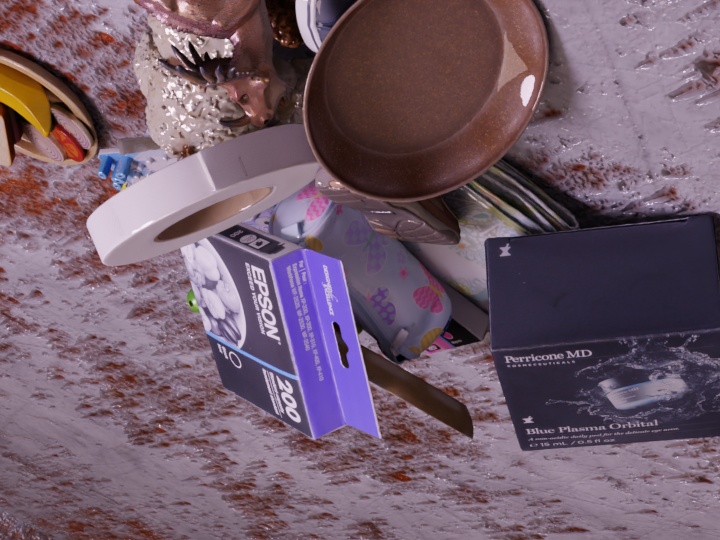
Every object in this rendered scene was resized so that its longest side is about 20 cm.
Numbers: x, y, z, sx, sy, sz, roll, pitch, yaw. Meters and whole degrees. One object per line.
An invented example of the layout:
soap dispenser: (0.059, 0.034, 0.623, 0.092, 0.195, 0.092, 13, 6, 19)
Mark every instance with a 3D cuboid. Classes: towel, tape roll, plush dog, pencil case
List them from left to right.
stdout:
tape roll: (-0.125, -0.061, 1.228, 0.203, 0.202, 0.037, -33, 79, 60)
plush dog: (-0.127, -0.178, 1.249, 0.198, 0.161, 0.173, 16, 130, 18)
pencil case: (0.000, 0.000, 1.403, 0.083, 0.091, 0.200, -2, 140, 45)
towel: (0.090, -0.050, 1.384, 0.171, 0.048, 0.200, 34, 153, -11)

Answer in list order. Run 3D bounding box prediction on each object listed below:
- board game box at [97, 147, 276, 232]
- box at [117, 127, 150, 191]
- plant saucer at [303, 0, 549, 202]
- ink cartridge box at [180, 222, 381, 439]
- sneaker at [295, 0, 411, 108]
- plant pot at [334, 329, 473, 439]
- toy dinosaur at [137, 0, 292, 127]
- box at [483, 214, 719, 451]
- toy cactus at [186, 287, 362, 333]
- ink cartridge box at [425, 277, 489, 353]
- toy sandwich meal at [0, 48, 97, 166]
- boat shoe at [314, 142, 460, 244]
board game box: (-0.128, -0.062, 1.473, 0.198, 0.026, 0.200, -2, 151, 31)
box: (-0.159, -0.099, 1.514, 0.136, 0.038, 0.200, 28, 154, -9)
plant saucer: (0.046, -0.146, 1.139, 0.201, 0.200, 0.037, 51, -175, -42)
ink cartridge box: (-0.077, 0.054, 1.379, 0.199, 0.043, 0.200, 21, 134, 43)
sneaker: (0.013, -0.179, 1.175, 0.079, 0.079, 0.200, 19, 164, 22)
plant pot: (0.028, 0.102, 1.456, 0.199, 0.028, 0.200, 30, 178, 1)
toy dinosaur: (-0.127, -0.207, 1.139, 0.199, 0.136, 0.086, 35, -174, 7)
box: (0.220, 0.060, 1.324, 0.195, 0.118, 0.200, -6, 146, 12)
toy cactus: (-0.068, 0.022, 1.513, 0.199, 0.103, 0.165, 20, 140, -21)
ink cartridge box: (0.034, 0.015, 1.566, 0.200, 0.037, 0.094, 39, 151, -21)
toy sandwich meal: (-0.369, -0.156, 1.557, 0.204, 0.071, 0.206, 20, 154, 10)
boat shoe: (0.035, -0.072, 1.262, 0.075, 0.072, 0.200, 7, 167, 28)
